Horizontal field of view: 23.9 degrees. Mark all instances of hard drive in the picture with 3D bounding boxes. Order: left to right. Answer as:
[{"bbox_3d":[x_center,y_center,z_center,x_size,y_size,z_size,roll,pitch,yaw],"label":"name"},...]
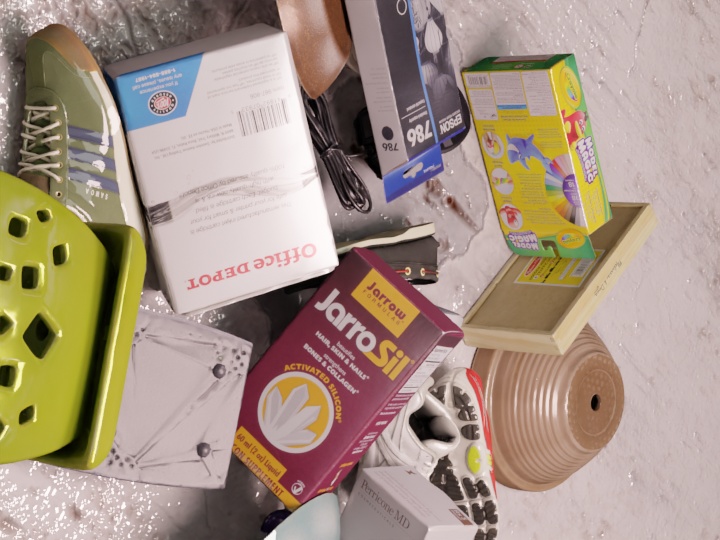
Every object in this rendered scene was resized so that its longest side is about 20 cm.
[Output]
[{"bbox_3d":[-0.190,0.097,1.360,0.198,0.042,0.137,14,83,-29],"label":"hard drive"}]

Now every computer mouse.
[{"bbox_3d":[0.012,-0.147,1.577,0.200,0.046,0.141,-37,102,-40],"label":"computer mouse"}]

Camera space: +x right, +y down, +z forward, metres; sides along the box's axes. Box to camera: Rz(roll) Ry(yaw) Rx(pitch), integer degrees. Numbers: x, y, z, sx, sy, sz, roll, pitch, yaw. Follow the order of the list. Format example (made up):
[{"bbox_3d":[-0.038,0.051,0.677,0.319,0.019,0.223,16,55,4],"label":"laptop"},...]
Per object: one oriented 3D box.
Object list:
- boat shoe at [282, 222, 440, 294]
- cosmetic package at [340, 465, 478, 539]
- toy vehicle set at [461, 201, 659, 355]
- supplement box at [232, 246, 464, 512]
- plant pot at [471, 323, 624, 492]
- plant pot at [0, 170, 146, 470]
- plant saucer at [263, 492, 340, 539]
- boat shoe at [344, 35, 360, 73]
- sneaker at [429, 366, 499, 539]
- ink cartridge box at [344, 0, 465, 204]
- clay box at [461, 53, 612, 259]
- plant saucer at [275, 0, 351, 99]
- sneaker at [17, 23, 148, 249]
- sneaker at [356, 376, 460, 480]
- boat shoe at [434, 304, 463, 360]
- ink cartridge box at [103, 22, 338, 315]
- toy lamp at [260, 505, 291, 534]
[{"bbox_3d":[0.002,0.000,1.550,0.200,0.073,0.064,-12,94,-48],"label":"boat shoe"},{"bbox_3d":[0.015,0.285,1.518,0.074,0.101,0.202,5,113,-45],"label":"cosmetic package"},{"bbox_3d":[0.200,0.004,1.712,0.200,0.123,0.027,-50,124,-30],"label":"toy vehicle set"},{"bbox_3d":[-0.021,0.092,1.437,0.200,0.110,0.086,-50,167,7],"label":"supplement box"},{"bbox_3d":[0.208,0.132,1.754,0.200,0.092,0.204,-6,98,-45],"label":"plant pot"},{"bbox_3d":[-0.270,0.037,1.192,0.180,0.198,0.203,15,82,-44],"label":"plant pot"},{"bbox_3d":[-0.072,0.279,1.440,0.201,0.039,0.202,-47,163,-19],"label":"plant saucer"},{"bbox_3d":[0.031,-0.254,1.569,0.201,0.059,0.072,-54,130,-27],"label":"boat shoe"},{"bbox_3d":[0.107,0.190,1.674,0.085,0.076,0.202,-47,138,-63],"label":"sneaker"},{"bbox_3d":[0.044,-0.168,1.516,0.099,0.039,0.202,-33,118,-46],"label":"ink cartridge box"},{"bbox_3d":[0.179,-0.112,1.689,0.047,0.114,0.202,-34,117,-38],"label":"clay box"},{"bbox_3d":[-0.040,-0.248,1.437,0.200,0.036,0.203,-9,90,-81],"label":"plant saucer"},{"bbox_3d":[-0.230,-0.080,1.315,0.090,0.067,0.202,-38,122,-42],"label":"sneaker"},{"bbox_3d":[0.047,0.167,1.574,0.078,0.098,0.201,-58,145,-37],"label":"sneaker"},{"bbox_3d":[0.055,0.063,1.566,0.200,0.073,0.066,23,85,-73],"label":"boat shoe"},{"bbox_3d":[-0.113,-0.083,1.385,0.143,0.084,0.202,-16,107,-12],"label":"ink cartridge box"},{"bbox_3d":[-0.049,0.137,1.525,0.058,0.058,0.203,13,87,-44],"label":"toy lamp"}]
